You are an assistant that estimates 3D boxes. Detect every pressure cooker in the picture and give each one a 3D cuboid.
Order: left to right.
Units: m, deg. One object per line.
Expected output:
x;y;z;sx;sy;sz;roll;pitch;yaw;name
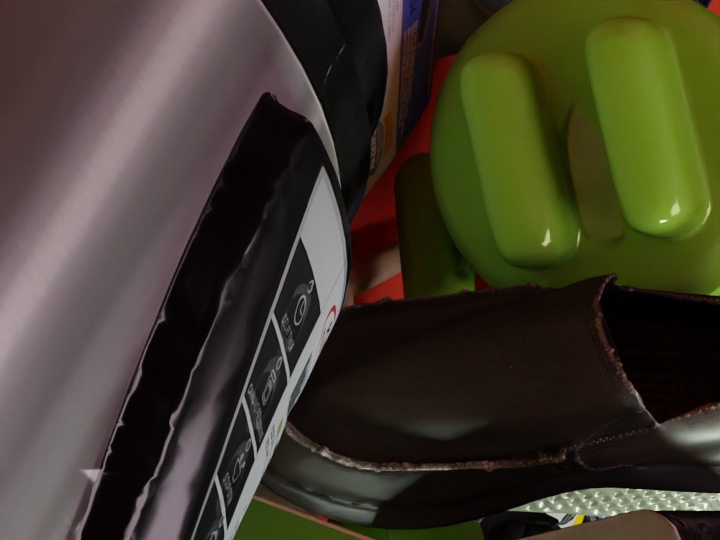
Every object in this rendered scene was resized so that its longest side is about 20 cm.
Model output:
-0.092;-0.019;0.409;0.179;0.176;0.200;54;52;-38;pressure cooker

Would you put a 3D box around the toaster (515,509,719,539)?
0.097;0.168;0.793;0.200;0.118;0.181;11;68;-64;toaster

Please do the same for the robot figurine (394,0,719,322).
0.092;-0.039;0.865;0.200;0.175;0.116;2;73;-75;robot figurine

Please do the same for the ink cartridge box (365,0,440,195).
-0.032;-0.043;0.754;0.200;0.042;0.120;-51;155;-39;ink cartridge box

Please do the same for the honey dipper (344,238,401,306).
0.000;0.000;0.894;0.200;0.038;0.038;-29;134;-67;honey dipper

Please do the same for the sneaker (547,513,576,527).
0.063;0.104;1.102;0.200;0.073;0.116;75;35;-60;sneaker

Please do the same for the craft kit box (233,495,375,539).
-0.065;0.147;0.602;0.200;0.197;0.049;-67;160;-15;craft kit box

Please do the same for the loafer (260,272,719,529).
0.058;0.028;0.768;0.071;0.199;0.073;102;-20;-54;loafer

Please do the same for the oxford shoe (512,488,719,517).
0.062;0.050;0.928;0.075;0.199;0.058;120;-27;-46;oxford shoe

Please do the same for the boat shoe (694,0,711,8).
0.129;-0.150;0.991;0.200;0.068;0.084;42;67;-86;boat shoe

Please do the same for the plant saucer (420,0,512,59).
0.058;-0.170;0.907;0.200;0.027;0.201;-53;153;-42;plant saucer

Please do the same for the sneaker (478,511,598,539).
0.034;0.173;1.011;0.075;0.114;0.201;1;106;-59;sneaker

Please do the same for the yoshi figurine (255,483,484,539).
-0.013;0.095;0.841;0.200;0.112;0.113;37;66;-73;yoshi figurine
